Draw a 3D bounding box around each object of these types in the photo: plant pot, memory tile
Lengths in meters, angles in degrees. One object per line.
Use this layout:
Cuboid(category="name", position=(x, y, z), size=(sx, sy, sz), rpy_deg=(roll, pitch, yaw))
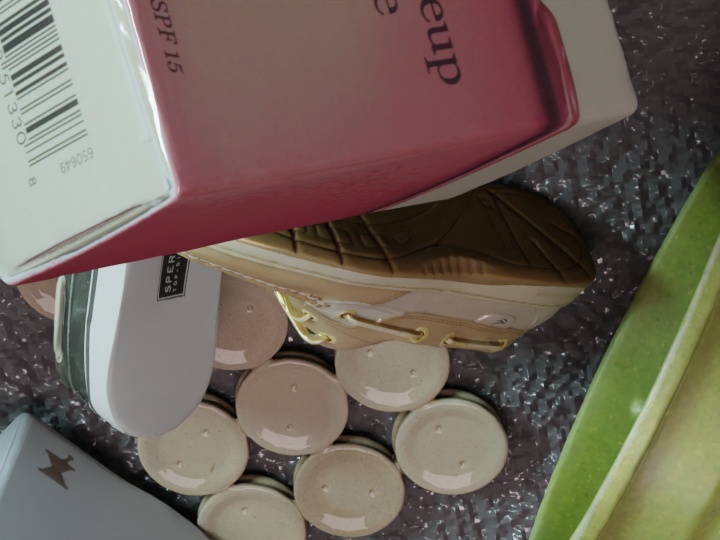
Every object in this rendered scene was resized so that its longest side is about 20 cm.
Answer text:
Cuboid(category="plant pot", position=(0.185, 0.074, 0.892), size=(0.184, 0.200, 0.200), rpy_deg=(25, 118, 0))
Cuboid(category="memory tile", position=(-0.042, 0.037, 1.006), size=(0.153, 0.017, 0.200), rpy_deg=(-25, 115, 16))

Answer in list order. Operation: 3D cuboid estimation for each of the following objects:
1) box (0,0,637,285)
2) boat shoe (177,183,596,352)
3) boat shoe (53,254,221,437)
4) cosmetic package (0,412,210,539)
Cuboid(category="box", position=(-0.027, -0.082, 0.765), size=(0.109, 0.200, 0.128), rpy_deg=(-23, 83, 50))
Cuboid(category="boat shoe", position=(0.000, 0.000, 0.921), size=(0.200, 0.074, 0.069), rpy_deg=(11, 131, -33))
Cuboid(category="boat shoe", position=(-0.087, -0.036, 0.920), size=(0.071, 0.064, 0.200), rpy_deg=(-3, 112, -43))
Cuboid(category="cosmetic package", position=(-0.153, 0.208, 1.014), size=(0.167, 0.166, 0.200), rpy_deg=(37, 119, -14))
